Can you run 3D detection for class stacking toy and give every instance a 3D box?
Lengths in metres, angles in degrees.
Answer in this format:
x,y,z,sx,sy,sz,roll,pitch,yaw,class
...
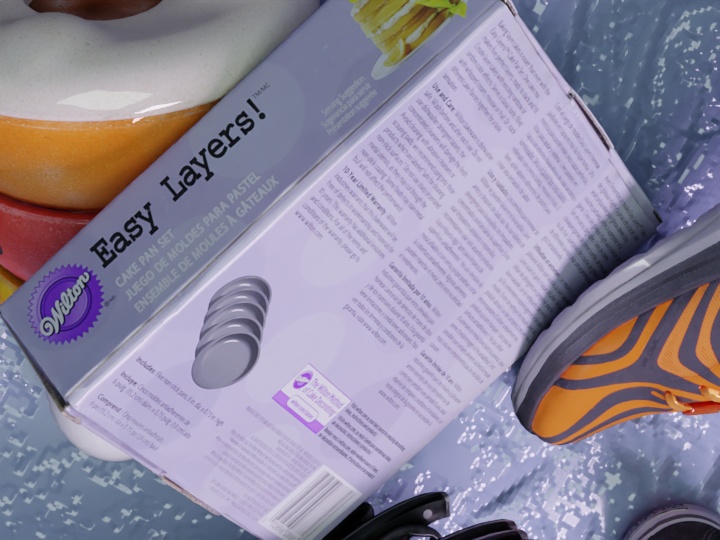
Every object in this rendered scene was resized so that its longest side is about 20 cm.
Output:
x,y,z,sx,sy,sz,roll,pitch,yaw,class
-0.085,-0.017,0.867,0.145,0.146,0.201,-4,122,-6,stacking toy

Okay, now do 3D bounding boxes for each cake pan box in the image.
x,y,z,sx,sy,sz,roll,pitch,yaw,class
0.000,0.000,0.847,0.184,0.052,0.200,-42,150,4,cake pan box

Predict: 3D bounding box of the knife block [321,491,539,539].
x,y,z,sx,sy,sz,roll,pitch,yaw,class
-0.028,0.152,0.890,0.174,0.200,0.064,-11,110,27,knife block

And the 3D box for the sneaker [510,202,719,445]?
x,y,z,sx,sy,sz,roll,pitch,yaw,class
0.141,0.035,0.875,0.200,0.077,0.113,-39,74,38,sneaker

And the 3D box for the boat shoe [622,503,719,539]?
x,y,z,sx,sy,sz,roll,pitch,yaw,class
0.172,0.174,0.972,0.070,0.066,0.201,-35,107,4,boat shoe
